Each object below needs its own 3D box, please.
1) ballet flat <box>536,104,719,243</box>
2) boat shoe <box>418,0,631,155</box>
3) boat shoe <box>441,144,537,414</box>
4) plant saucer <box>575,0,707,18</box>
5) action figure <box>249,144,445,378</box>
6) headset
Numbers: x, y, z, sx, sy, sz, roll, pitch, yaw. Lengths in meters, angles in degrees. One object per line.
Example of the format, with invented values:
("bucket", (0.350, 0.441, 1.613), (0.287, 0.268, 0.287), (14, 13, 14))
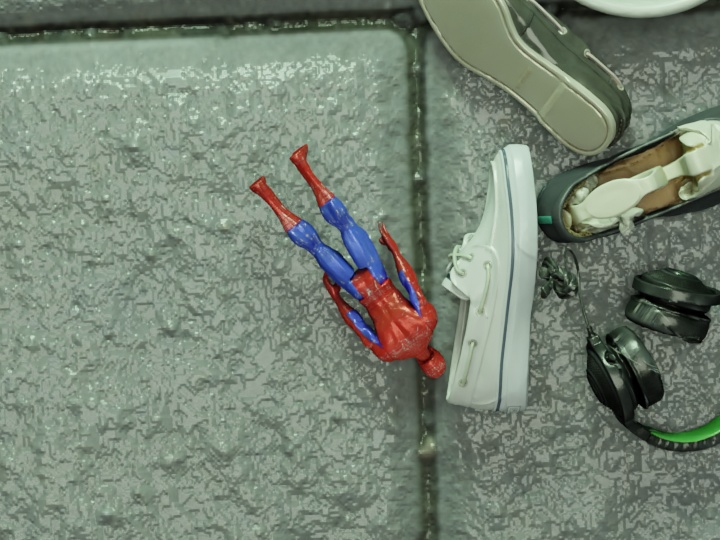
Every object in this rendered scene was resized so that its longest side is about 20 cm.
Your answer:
("ballet flat", (0.225, -0.069, 1.599), (0.199, 0.073, 0.073), (-21, 93, 1))
("boat shoe", (0.120, -0.167, 1.608), (0.200, 0.057, 0.067), (45, 128, 2))
("boat shoe", (0.093, 0.007, 1.600), (0.066, 0.074, 0.201), (1, 94, -2))
("plant saucer", (0.205, -0.285, 1.596), (0.199, 0.050, 0.201), (0, 93, 1))
("action figure", (0.000, 0.000, 1.615), (0.065, 0.052, 0.200), (-36, 97, 8))
("headset", (0.213, 0.053, 1.592), (0.200, 0.094, 0.124), (36, 92, -13))
